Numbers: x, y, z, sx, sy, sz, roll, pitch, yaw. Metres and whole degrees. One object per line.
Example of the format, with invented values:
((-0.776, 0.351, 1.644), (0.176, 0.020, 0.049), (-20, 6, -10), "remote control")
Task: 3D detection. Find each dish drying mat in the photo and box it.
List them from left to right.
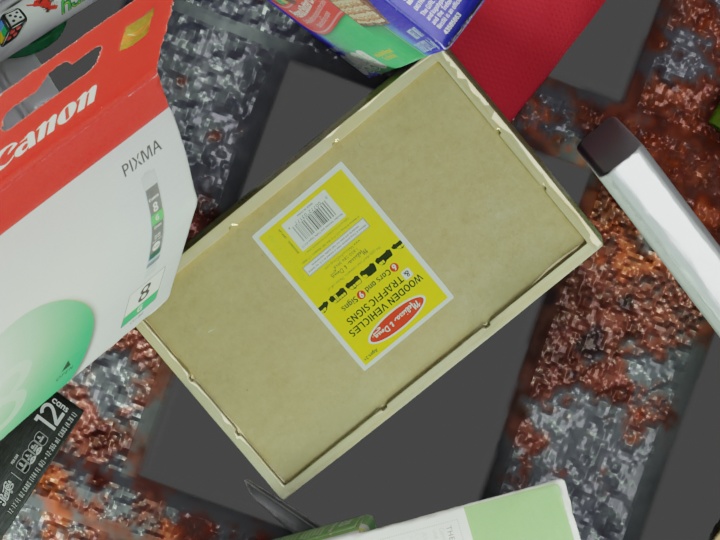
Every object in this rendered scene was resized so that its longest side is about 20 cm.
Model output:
((0.105, -0.166, 1.469), (0.200, 0.018, 0.077), (-53, 131, -5), "dish drying mat")

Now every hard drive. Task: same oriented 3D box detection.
((0.177, 0.019, 1.443), (0.027, 0.132, 0.200), (-37, 98, 4), "hard drive")

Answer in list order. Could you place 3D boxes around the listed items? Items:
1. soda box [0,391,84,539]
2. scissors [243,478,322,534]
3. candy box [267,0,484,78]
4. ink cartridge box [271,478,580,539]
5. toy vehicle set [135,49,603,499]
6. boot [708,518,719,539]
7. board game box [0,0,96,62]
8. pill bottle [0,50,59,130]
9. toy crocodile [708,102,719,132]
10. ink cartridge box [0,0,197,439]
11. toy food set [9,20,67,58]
((-0.210, 0.132, 1.380), (0.063, 0.071, 0.201), (37, 66, -9), "soda box")
((0.027, 0.162, 1.483), (0.073, 0.014, 0.200), (-37, 97, -5), "scissors")
((-0.036, -0.180, 1.380), (0.200, 0.169, 0.077), (38, 82, -9), "candy box")
((0.021, 0.187, 1.436), (0.199, 0.048, 0.147), (-16, 94, 7), "ink cartridge box")
((0.000, 0.000, 1.440), (0.200, 0.027, 0.124), (-38, 98, 8), "toy vehicle set")
((0.180, 0.199, 1.397), (0.077, 0.200, 0.139), (20, 44, -10), "boot")
((-0.193, -0.166, 1.335), (0.126, 0.200, 0.035), (-36, 143, -31), "board game box")
((-0.221, -0.023, 1.379), (0.199, 0.112, 0.113), (-32, 97, -8), "pill bottle")
((0.265, -0.040, 1.500), (0.199, 0.062, 0.068), (20, 88, -15), "toy crocodile")
((-0.130, -0.017, 1.308), (0.050, 0.200, 0.161), (39, 52, 13), "ink cartridge box")
((-0.238, -0.127, 1.357), (0.199, 0.198, 0.049), (-30, 140, -27), "toy food set")
